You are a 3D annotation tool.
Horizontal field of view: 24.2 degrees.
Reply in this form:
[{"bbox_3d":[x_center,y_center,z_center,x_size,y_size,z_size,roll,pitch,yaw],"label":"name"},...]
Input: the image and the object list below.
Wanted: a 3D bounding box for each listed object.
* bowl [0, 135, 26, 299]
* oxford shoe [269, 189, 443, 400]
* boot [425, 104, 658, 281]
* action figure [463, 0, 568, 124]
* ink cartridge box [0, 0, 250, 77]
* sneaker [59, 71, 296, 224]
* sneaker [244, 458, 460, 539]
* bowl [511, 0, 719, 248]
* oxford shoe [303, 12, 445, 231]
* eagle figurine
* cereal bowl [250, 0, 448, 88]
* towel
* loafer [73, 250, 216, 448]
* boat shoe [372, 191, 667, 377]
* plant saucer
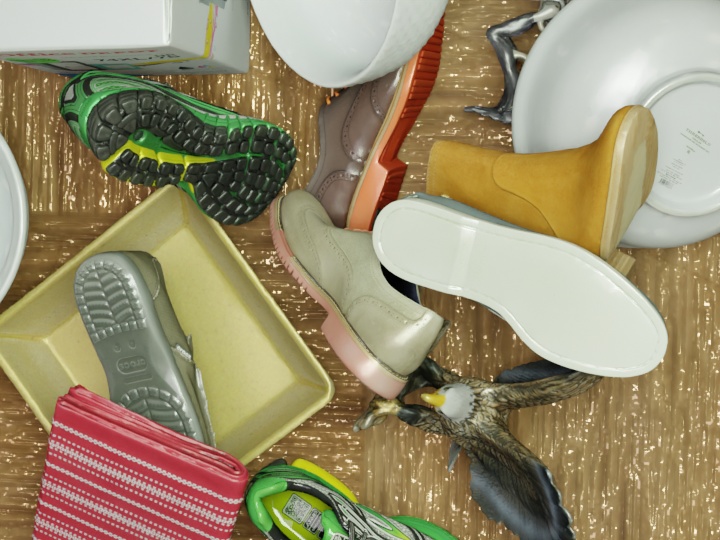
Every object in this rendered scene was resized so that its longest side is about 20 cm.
[{"bbox_3d":[-0.328,-0.040,1.252,0.200,0.090,0.202,0,92,12],"label":"bowl"},{"bbox_3d":[0.000,0.000,1.134,0.074,0.071,0.200,-46,46,13],"label":"oxford shoe"},{"bbox_3d":[0.108,-0.054,1.064,0.144,0.202,0.071,26,62,18],"label":"boot"},{"bbox_3d":[0.107,-0.204,1.159,0.101,0.119,0.201,8,99,3],"label":"action figure"},{"bbox_3d":[-0.171,-0.216,1.168,0.146,0.200,0.147,0,91,11],"label":"ink cartridge box"},{"bbox_3d":[-0.122,-0.095,1.168,0.085,0.200,0.078,41,101,39],"label":"sneaker"},{"bbox_3d":[0.001,0.207,1.204,0.199,0.085,0.078,26,96,9],"label":"sneaker"},{"bbox_3d":[0.207,-0.095,1.112,0.200,0.090,0.202,-3,110,-9],"label":"bowl"},{"bbox_3d":[0.007,-0.123,1.203,0.072,0.071,0.201,20,95,15],"label":"oxford shoe"},{"bbox_3d":[0.095,0.097,1.114,0.199,0.151,0.153,15,120,32],"label":"eagle figurine"},{"bbox_3d":[0.001,-0.228,1.135,0.083,0.200,0.201,-15,88,-32],"label":"cereal bowl"},{"bbox_3d":[-0.162,0.177,1.198,0.144,0.023,0.201,23,131,5],"label":"towel"},{"bbox_3d":[-0.139,0.074,1.187,0.075,0.070,0.201,-5,108,26],"label":"loafer"},{"bbox_3d":[0.106,0.003,1.051,0.199,0.062,0.073,24,109,19],"label":"boat shoe"},{"bbox_3d":[-0.146,0.067,1.248,0.200,0.048,0.200,-37,85,10],"label":"plant saucer"}]
